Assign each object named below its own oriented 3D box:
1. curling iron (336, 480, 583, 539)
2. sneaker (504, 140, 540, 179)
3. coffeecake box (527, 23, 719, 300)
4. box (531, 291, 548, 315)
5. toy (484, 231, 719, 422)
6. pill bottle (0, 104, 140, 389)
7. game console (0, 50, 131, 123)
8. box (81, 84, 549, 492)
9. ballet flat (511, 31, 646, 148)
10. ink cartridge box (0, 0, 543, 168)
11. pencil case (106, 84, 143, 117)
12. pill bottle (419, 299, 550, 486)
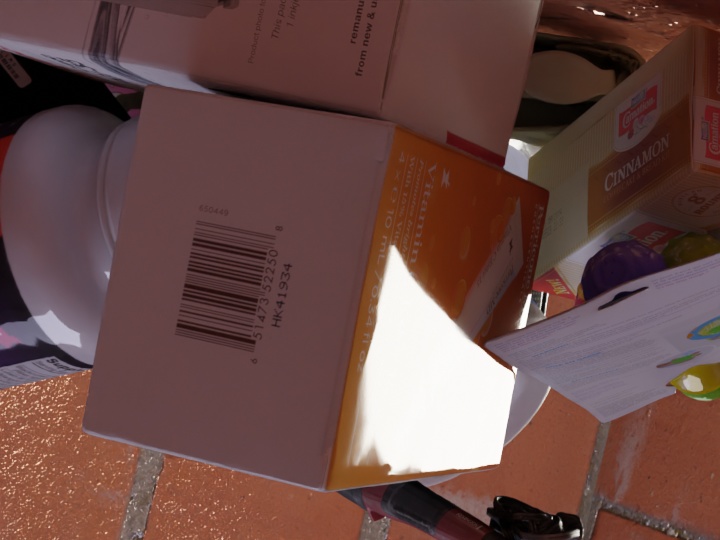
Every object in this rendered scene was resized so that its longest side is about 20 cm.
[{"bbox_3d":[0.019,0.093,0.722,0.049,0.026,0.199,14,178,-36],"label":"curling iron"},{"bbox_3d":[0.077,-0.092,0.982,0.070,0.074,0.200,24,176,30],"label":"sneaker"},{"bbox_3d":[0.198,-0.026,0.824,0.198,0.074,0.153,14,156,-19],"label":"coffeecake box"},{"bbox_3d":[0.032,-0.019,1.047,0.199,0.195,0.047,3,-173,-37],"label":"box"},{"bbox_3d":[0.130,0.016,0.772,0.114,0.048,0.200,-22,157,15],"label":"toy"},{"bbox_3d":[-0.146,-0.008,0.763,0.198,0.113,0.111,-13,168,26],"label":"pill bottle"},{"bbox_3d":[-0.198,-0.109,0.855,0.175,0.117,0.200,-26,113,30],"label":"game console"},{"bbox_3d":[-0.008,0.010,0.678,0.097,0.126,0.200,11,-179,21],"label":"box"},{"bbox_3d":[0.046,-0.096,0.848,0.198,0.070,0.069,5,-179,-7],"label":"ballet flat"},{"bbox_3d":[-0.045,-0.106,0.698,0.198,0.084,0.146,14,-179,23],"label":"ink cartridge box"},{"bbox_3d":[-0.180,-0.112,1.074,0.199,0.087,0.083,32,-169,-1],"label":"pencil case"},{"bbox_3d":[0.000,0.000,0.874,0.113,0.114,0.200,13,-150,-46],"label":"pill bottle"}]
